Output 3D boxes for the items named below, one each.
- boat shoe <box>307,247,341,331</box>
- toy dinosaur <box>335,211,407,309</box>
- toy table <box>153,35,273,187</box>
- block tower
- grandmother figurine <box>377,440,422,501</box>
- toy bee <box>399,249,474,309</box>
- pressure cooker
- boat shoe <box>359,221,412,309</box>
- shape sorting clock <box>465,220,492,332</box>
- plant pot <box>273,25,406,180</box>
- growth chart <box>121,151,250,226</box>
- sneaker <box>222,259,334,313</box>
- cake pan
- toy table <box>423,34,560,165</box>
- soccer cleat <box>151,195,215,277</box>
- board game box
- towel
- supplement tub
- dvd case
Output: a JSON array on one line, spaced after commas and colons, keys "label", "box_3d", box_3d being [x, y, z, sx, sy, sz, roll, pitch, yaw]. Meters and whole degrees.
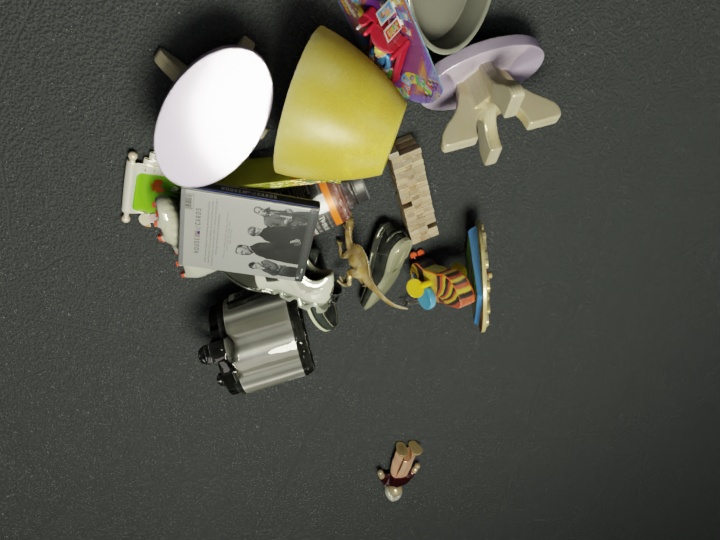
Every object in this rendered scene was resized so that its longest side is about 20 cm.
[{"label": "boat shoe", "box_3d": [-0.068, 0.034, 1.084, 0.065, 0.075, 0.202, -8, 124, 18]}, {"label": "toy dinosaur", "box_3d": [0.000, 0.000, 1.029, 0.057, 0.203, 0.101, -23, 169, -25]}, {"label": "toy table", "box_3d": [-0.203, -0.224, 0.804, 0.199, 0.118, 0.184, -39, 123, 11]}, {"label": "block tower", "box_3d": [0.089, -0.136, 1.012, 0.057, 0.054, 0.202, -21, 131, 0]}, {"label": "grandmother figurine", "box_3d": [0.101, 0.536, 1.554, 0.119, 0.061, 0.203, 4, 124, -9]}, {"label": "toy bee", "box_3d": [0.126, 0.016, 1.103, 0.198, 0.130, 0.111, -11, 98, 42]}, {"label": "pressure cooker", "box_3d": [-0.192, 0.128, 1.058, 0.196, 0.180, 0.178, -16, 134, -4]}, {"label": "boat shoe", "box_3d": [0.036, -0.005, 1.104, 0.071, 0.067, 0.202, -34, 156, -40]}, {"label": "shape sorting clock", "box_3d": [0.221, 0.010, 1.075, 0.038, 0.202, 0.202, -6, 131, 6]}, {"label": "plant pot", "box_3d": [-0.018, -0.205, 0.802, 0.139, 0.201, 0.202, 20, 124, -1]}, {"label": "growth chart", "box_3d": [-0.279, -0.125, 0.936, 0.196, 0.018, 0.147, 1, 128, -16]}, {"label": "sneaker", "box_3d": [-0.136, -0.005, 0.991, 0.196, 0.075, 0.090, 18, 122, -6]}, {"label": "cake pan", "box_3d": [0.112, -0.391, 0.766, 0.199, 0.036, 0.204, -27, 128, -39]}, {"label": "toy table", "box_3d": [0.194, -0.253, 0.869, 0.197, 0.119, 0.184, -20, 162, 5]}, {"label": "soccer cleat", "box_3d": [-0.275, -0.057, 0.943, 0.076, 0.070, 0.201, -14, 150, -6]}, {"label": "board game box", "box_3d": [0.026, -0.297, 0.794, 0.039, 0.157, 0.201, -44, 131, -12]}, {"label": "towel", "box_3d": [-0.129, -0.147, 0.883, 0.196, 0.087, 0.018, -7, 128, -5]}, {"label": "supplement tub", "box_3d": [-0.087, -0.109, 0.946, 0.197, 0.108, 0.108, -24, 131, 3]}, {"label": "dvd case", "box_3d": [-0.170, -0.055, 0.880, 0.196, 0.025, 0.152, 9, 132, -12]}]
